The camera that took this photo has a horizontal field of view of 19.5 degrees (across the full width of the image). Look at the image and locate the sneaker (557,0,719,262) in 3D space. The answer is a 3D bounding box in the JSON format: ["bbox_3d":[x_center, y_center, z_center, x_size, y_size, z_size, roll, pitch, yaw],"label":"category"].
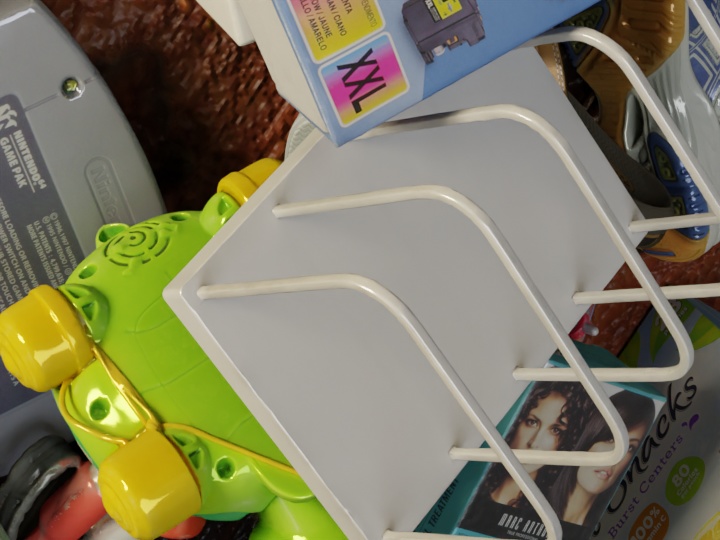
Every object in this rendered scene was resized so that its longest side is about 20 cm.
[{"bbox_3d":[0.145,-0.108,0.970,0.088,0.075,0.202,-33,125,-33],"label":"sneaker"}]

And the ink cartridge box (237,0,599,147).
[{"bbox_3d":[0.041,-0.155,0.738,0.199,0.076,0.137,-31,123,-9],"label":"ink cartridge box"}]

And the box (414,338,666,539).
[{"bbox_3d":[0.051,0.123,0.934,0.082,0.049,0.201,18,104,-39],"label":"box"}]

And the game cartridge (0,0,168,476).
[{"bbox_3d":[-0.149,-0.014,0.893,0.132,0.041,0.201,-23,123,-8],"label":"game cartridge"}]

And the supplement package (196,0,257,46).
[{"bbox_3d":[0.011,-0.192,0.823,0.199,0.121,0.121,-22,122,-14],"label":"supplement package"}]

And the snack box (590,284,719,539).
[{"bbox_3d":[0.153,0.133,1.026,0.067,0.169,0.201,29,102,-30],"label":"snack box"}]

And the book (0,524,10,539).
[{"bbox_3d":[-0.217,0.119,0.862,0.133,0.048,0.201,-27,129,-5],"label":"book"}]

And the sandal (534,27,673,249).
[{"bbox_3d":[0.073,-0.087,0.909,0.200,0.082,0.055,40,115,-16],"label":"sandal"}]

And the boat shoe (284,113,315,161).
[{"bbox_3d":[0.000,0.000,0.950,0.062,0.071,0.201,-51,154,-49],"label":"boat shoe"}]

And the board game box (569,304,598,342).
[{"bbox_3d":[0.072,0.018,0.956,0.199,0.039,0.159,9,101,-55],"label":"board game box"}]

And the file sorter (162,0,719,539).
[{"bbox_3d":[0.058,-0.008,0.789,0.200,0.124,0.139,-49,114,-29],"label":"file sorter"}]

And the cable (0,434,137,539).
[{"bbox_3d":[-0.152,0.143,0.939,0.200,0.050,0.097,-50,152,10],"label":"cable"}]

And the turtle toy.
[{"bbox_3d":[-0.052,0.061,0.861,0.145,0.201,0.101,-30,161,-20],"label":"turtle toy"}]
